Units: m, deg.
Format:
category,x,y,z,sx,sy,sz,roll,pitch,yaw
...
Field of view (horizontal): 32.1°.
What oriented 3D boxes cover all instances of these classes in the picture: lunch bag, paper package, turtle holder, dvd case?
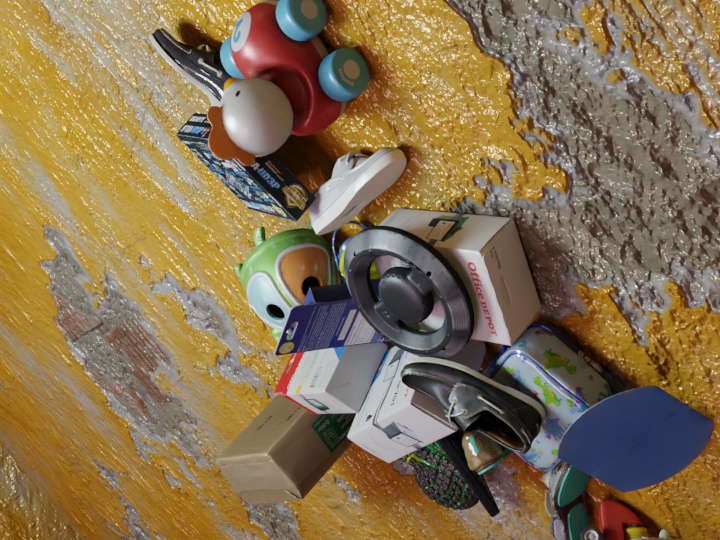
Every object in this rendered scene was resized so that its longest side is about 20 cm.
category,x,y,z,sx,sy,sz,roll,pitch,yaw
lunch bag,0.239,0.166,1.664,0.160,0.082,0.201,40,146,7
paper package,-0.110,0.281,2.062,0.104,0.200,0.190,54,146,-13
turtle holder,-0.108,0.030,1.812,0.186,0.140,0.133,-45,57,30
dvd case,0.142,0.264,1.828,0.143,0.017,0.200,56,-177,-14

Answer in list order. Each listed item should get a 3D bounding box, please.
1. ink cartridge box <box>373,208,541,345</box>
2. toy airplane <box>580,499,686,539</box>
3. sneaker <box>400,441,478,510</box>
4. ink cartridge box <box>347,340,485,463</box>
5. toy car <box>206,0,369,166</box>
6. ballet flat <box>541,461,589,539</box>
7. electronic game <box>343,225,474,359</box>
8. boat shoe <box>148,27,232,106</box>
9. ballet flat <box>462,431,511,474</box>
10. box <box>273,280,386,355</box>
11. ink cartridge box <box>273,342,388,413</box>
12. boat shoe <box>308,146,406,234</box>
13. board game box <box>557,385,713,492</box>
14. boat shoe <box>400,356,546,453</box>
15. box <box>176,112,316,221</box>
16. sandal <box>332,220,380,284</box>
category,x,y,z,sx,sy,sz,roll,pitch,yaw
ink cartridge box,0.121,0.006,1.621,0.198,0.084,0.147,8,130,43
toy airplane,0.397,0.428,1.716,0.200,0.139,0.202,-132,23,-72
sneaker,0.114,0.280,1.925,0.200,0.085,0.078,47,124,12
ink cartridge box,0.079,0.172,1.775,0.085,0.148,0.200,30,149,-12
toy car,-0.126,-0.219,1.551,0.178,0.200,0.184,53,145,-12
ballet flat,0.289,0.319,1.789,0.071,0.072,0.202,20,138,32
electronic game,0.060,0.030,1.600,0.198,0.042,0.202,27,140,26
boat shoe,-0.206,-0.271,1.712,0.200,0.060,0.074,43,-171,13
ballet flat,0.175,0.244,1.785,0.073,0.067,0.200,61,-170,9
box,-0.022,0.064,1.746,0.122,0.197,0.033,114,141,-48
ink cartridge box,-0.049,0.153,1.913,0.067,0.117,0.199,33,161,-20
boat shoe,-0.011,-0.119,1.657,0.069,0.071,0.200,63,145,11
board game box,0.339,0.198,1.560,0.199,0.039,0.158,29,121,-32
boat shoe,0.138,0.171,1.618,0.198,0.068,0.072,24,147,12
box,-0.162,-0.144,1.725,0.159,0.046,0.200,45,169,-22
sandal,0.000,0.000,1.776,0.201,0.078,0.088,88,164,-54
